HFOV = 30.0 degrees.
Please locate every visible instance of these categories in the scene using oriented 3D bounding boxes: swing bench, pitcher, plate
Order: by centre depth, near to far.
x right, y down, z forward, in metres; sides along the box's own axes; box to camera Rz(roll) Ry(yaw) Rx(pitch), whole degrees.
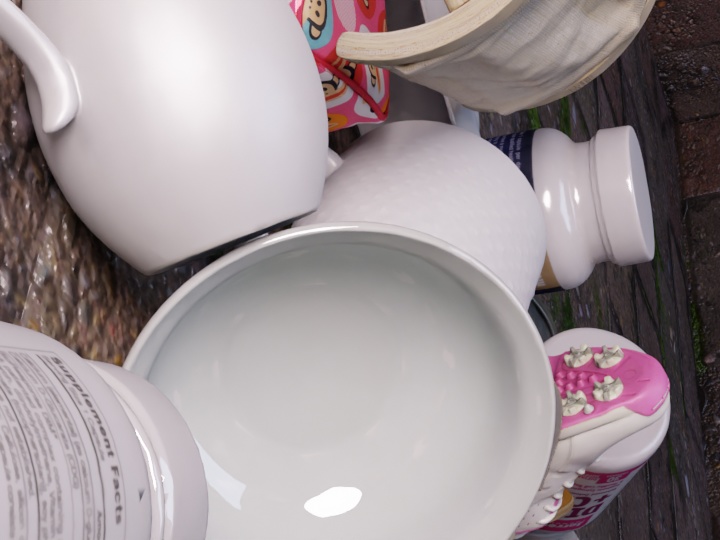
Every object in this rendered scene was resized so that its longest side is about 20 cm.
[{"bbox_3d":[-0.104,-0.099,0.550,0.171,0.121,0.201,-23,92,-51],"label":"pitcher"},{"bbox_3d":[0.076,-0.194,0.694,0.199,0.129,0.201,0,84,-68],"label":"swing bench"},{"bbox_3d":[0.021,-0.158,0.874,0.200,0.032,0.201,41,-29,62],"label":"plate"}]

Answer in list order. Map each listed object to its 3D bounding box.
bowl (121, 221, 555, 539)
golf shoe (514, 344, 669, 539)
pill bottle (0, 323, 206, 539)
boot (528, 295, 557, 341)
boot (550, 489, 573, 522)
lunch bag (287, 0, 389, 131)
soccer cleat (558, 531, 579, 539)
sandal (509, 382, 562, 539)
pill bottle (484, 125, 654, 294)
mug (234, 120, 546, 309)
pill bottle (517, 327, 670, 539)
[{"bbox_3d":[-0.018,0.059,0.626,0.090,0.200,0.202,-118,-171,-66],"label":"bowl"},{"bbox_3d":[0.101,0.106,0.787,0.092,0.199,0.075,53,38,-18],"label":"golf shoe"},{"bbox_3d":[-0.126,0.067,0.353,0.200,0.113,0.114,20,62,-69],"label":"pill bottle"},{"bbox_3d":[0.110,0.066,1.126,0.182,0.072,0.200,58,20,-21],"label":"boot"},{"bbox_3d":[0.071,0.108,0.919,0.201,0.071,0.145,-1,80,-46],"label":"boot"},{"bbox_3d":[-0.034,-0.176,0.718,0.176,0.081,0.201,29,53,-67],"label":"lunch bag"},{"bbox_3d":[0.155,0.277,1.160,0.200,0.068,0.086,-65,145,-52],"label":"soccer cleat"},{"bbox_3d":[0.034,0.144,0.704,0.078,0.070,0.212,38,69,-25],"label":"sandal"},{"bbox_3d":[0.101,-0.037,0.950,0.116,0.199,0.116,-10,90,-71],"label":"pill bottle"},{"bbox_3d":[0.000,0.000,0.766,0.200,0.148,0.176,44,36,-9],"label":"mug"},{"bbox_3d":[0.158,0.139,1.057,0.200,0.113,0.114,106,-13,-59],"label":"pill bottle"}]
